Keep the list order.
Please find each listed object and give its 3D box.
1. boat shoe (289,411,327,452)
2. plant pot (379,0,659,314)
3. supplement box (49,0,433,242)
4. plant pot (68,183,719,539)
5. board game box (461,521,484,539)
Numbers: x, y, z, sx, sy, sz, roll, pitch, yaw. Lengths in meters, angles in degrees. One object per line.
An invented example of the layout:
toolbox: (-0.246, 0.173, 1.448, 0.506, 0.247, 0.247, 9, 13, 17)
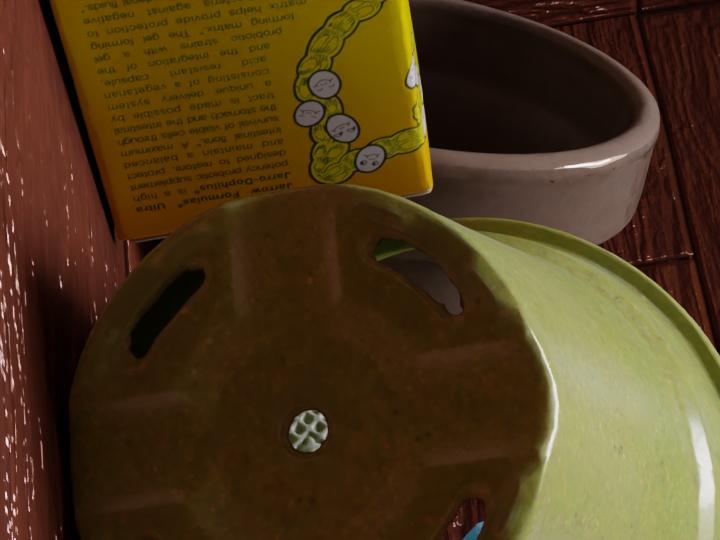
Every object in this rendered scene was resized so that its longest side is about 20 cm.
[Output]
boat shoe: (-0.024, 0.126, 0.792, 0.062, 0.074, 0.201, 106, -21, -74)
plant pot: (0.007, -0.004, 0.916, 0.200, 0.200, 0.175, -95, -168, -65)
supplement box: (-0.045, -0.121, 0.725, 0.200, 0.109, 0.109, 79, 2, -47)
plant pot: (0.008, 0.061, 0.659, 0.184, 0.200, 0.201, 38, 41, -69)
board game box: (0.068, 0.248, 1.268, 0.151, 0.047, 0.200, 63, -38, 23)
